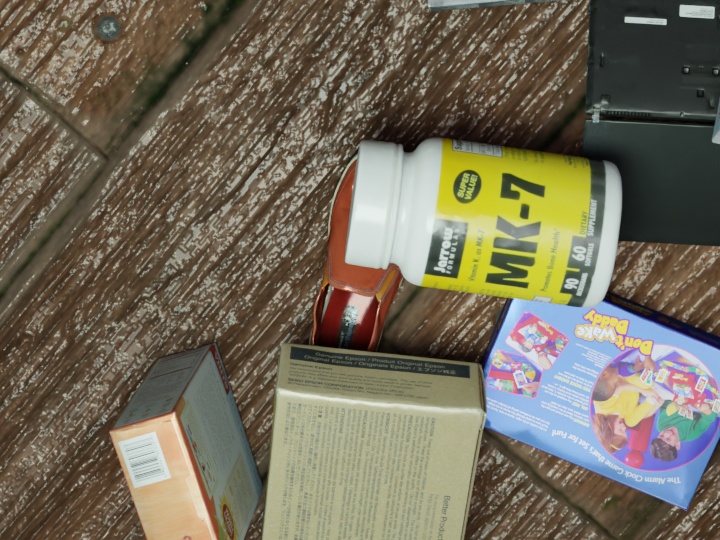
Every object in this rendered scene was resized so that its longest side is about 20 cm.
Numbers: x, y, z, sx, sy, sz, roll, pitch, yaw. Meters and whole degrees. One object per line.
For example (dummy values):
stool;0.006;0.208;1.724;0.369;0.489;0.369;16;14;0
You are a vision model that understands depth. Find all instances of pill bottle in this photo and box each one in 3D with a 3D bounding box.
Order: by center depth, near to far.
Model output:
pill bottle;0.092;-0.039;1.433;0.198;0.114;0.115;7;103;-2

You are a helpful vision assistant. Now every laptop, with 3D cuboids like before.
laptop;0.262;-0.130;1.485;0.176;0.103;0.202;3;77;3

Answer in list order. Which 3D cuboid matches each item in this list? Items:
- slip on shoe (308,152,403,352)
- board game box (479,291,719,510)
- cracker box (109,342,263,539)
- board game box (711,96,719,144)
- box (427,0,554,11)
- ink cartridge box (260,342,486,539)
slip on shoe;0.000;0.000;1.506;0.074;0.061;0.201;15;102;2
board game box;0.198;0.091;1.519;0.199;0.045;0.135;23;103;-1
cracker box;-0.133;0.150;1.476;0.057;0.200;0.135;-16;101;9
board game box;0.381;-0.176;1.415;0.198;0.041;0.202;11;81;1
box;0.143;-0.287;1.430;0.198;0.049;0.163;-5;92;4
ink cartridge box;0.006;0.165;1.499;0.163;0.075;0.201;6;120;-2
